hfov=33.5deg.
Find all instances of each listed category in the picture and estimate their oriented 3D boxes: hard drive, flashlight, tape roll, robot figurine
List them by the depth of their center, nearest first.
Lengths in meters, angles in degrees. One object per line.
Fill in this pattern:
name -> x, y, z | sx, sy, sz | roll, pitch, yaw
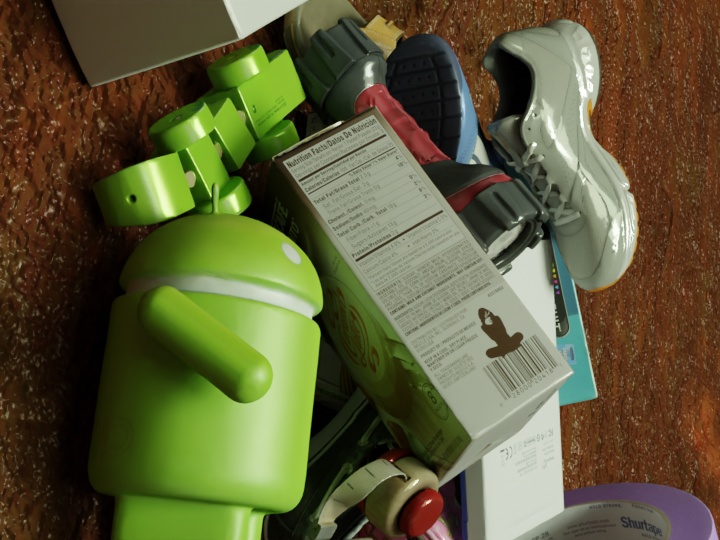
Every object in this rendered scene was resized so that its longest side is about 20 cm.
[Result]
robot figurine -> -0.082, 0.060, 0.648 | 0.176, 0.115, 0.201 | 67, 28, -73
flashlight -> 0.035, -0.084, 0.776 | 0.200, 0.067, 0.068 | 52, -15, 22
hard drive -> 0.105, 0.081, 0.841 | 0.132, 0.025, 0.202 | -5, 92, -58
tape roll -> 0.175, 0.235, 0.909 | 0.200, 0.199, 0.066 | -32, 108, -53

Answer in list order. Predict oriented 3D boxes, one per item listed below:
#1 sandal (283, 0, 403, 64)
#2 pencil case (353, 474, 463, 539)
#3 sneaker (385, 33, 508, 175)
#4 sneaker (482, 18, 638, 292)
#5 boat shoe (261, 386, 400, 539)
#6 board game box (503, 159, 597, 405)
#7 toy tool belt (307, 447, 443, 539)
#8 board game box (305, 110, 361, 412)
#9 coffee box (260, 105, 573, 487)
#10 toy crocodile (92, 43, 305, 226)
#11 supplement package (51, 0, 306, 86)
sandal -> 0.015, -0.151, 0.893 | 0.200, 0.054, 0.081 | 37, 54, -44
pencil case -> 0.071, 0.153, 0.883 | 0.200, 0.082, 0.087 | -43, 131, -51
sneaker -> 0.064, -0.077, 0.876 | 0.082, 0.074, 0.201 | -41, 125, -51
sneaker -> 0.133, -0.080, 0.863 | 0.092, 0.076, 0.201 | -10, 83, -36
boat shoe -> 0.015, 0.115, 0.779 | 0.199, 0.068, 0.074 | -34, 125, -38
board game box -> 0.146, -0.001, 0.995 | 0.151, 0.047, 0.201 | -66, 144, -84
toy tool belt -> 0.022, 0.220, 0.696 | 0.125, 0.123, 0.201 | 12, 108, -54
board game box -> 0.000, 0.000, 0.855 | 0.126, 0.034, 0.201 | 30, 59, -48
coffee box -> 0.026, 0.018, 0.726 | 0.079, 0.115, 0.200 | -30, 73, -21
toy crocodile -> -0.089, -0.082, 0.732 | 0.068, 0.061, 0.200 | 65, 33, -24
supplement package -> -0.084, -0.207, 0.706 | 0.200, 0.121, 0.120 | -44, 119, -49
